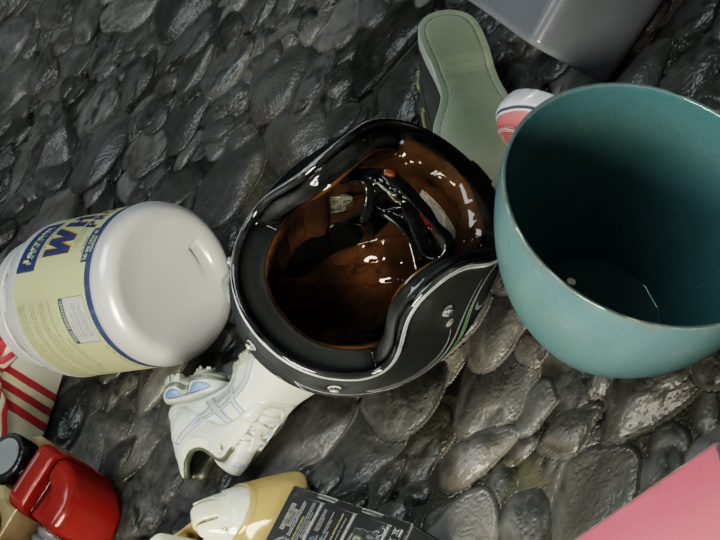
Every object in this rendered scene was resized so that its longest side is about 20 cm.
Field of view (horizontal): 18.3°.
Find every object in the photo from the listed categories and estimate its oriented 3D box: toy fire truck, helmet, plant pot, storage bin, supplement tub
[{"bbox_3d":[-0.275,0.247,1.890,0.200,0.129,0.176,29,84,46],"label":"toy fire truck"},{"bbox_3d":[0.000,0.000,1.672,0.191,0.200,0.200,-48,31,31],"label":"helmet"},{"bbox_3d":[0.173,-0.006,1.483,0.135,0.200,0.200,110,169,-51],"label":"plant pot"},{"bbox_3d":[0.158,-0.245,1.759,0.134,0.145,0.200,-61,31,10],"label":"storage bin"},{"bbox_3d":[-0.226,0.020,1.995,0.200,0.145,0.145,-9,53,48],"label":"supplement tub"}]

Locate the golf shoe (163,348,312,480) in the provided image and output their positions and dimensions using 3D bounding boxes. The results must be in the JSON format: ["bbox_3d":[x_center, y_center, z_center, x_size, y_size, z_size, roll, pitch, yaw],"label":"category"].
[{"bbox_3d":[-0.083,0.117,1.807,0.200,0.078,0.097,-24,60,47],"label":"golf shoe"}]

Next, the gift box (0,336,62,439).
[{"bbox_3d":[-0.404,0.115,2.100,0.187,0.200,0.185,-19,52,42],"label":"gift box"}]

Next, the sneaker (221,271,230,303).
[{"bbox_3d":[-0.034,-0.020,1.822,0.200,0.099,0.078,-44,34,17],"label":"sneaker"}]

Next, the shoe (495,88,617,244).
[{"bbox_3d":[0.149,-0.072,1.655,0.091,0.071,0.200,-54,36,-10],"label":"shoe"}]

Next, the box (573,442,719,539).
[{"bbox_3d":[0.180,0.215,1.297,0.200,0.128,0.109,-39,36,25],"label":"box"}]

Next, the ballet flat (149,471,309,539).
[{"bbox_3d":[-0.126,0.218,1.758,0.200,0.063,0.069,-42,35,19],"label":"ballet flat"}]

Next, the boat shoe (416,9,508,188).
[{"bbox_3d":[0.087,-0.120,1.799,0.072,0.061,0.201,-5,51,-6],"label":"boat shoe"}]

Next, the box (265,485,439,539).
[{"bbox_3d":[-0.037,0.265,1.615,0.160,0.044,0.200,8,67,55],"label":"box"}]
